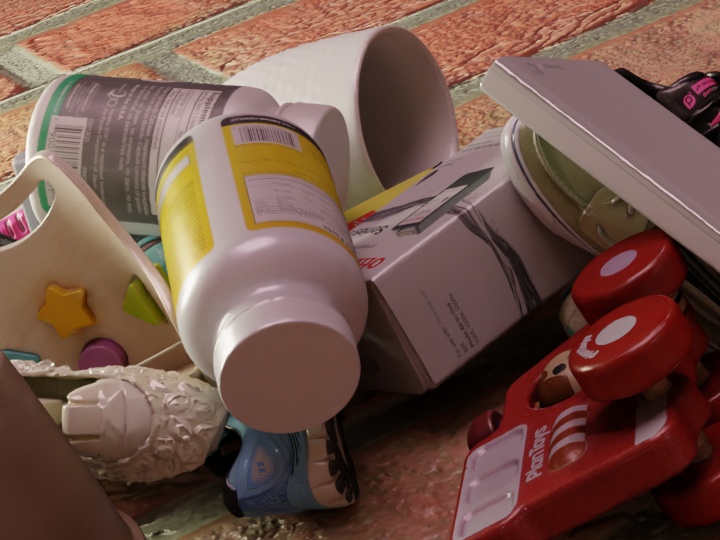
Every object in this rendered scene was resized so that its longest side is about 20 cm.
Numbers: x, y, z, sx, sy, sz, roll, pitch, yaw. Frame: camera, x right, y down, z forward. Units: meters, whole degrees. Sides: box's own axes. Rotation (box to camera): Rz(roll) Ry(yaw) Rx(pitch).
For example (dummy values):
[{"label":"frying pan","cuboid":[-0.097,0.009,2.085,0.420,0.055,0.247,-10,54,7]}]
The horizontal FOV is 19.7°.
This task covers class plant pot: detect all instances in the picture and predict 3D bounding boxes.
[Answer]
[{"label":"plant pot","cuboid":[-0.223,0.139,1.134,0.199,0.174,0.200,-12,24,6]}]

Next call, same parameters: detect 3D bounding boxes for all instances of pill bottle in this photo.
[{"label":"pill bottle","cuboid":[-0.057,0.001,1.218,0.111,0.112,0.200,-16,38,-1]},{"label":"pill bottle","cuboid":[-0.115,-0.071,1.398,0.199,0.114,0.113,6,29,16]}]

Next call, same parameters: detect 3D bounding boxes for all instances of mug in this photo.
[{"label":"mug","cuboid":[-0.022,-0.097,1.595,0.175,0.148,0.200,-9,-7,32]}]

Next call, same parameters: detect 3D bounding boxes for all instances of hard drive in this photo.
[{"label":"hard drive","cuboid":[0.178,-0.060,1.205,0.200,0.026,0.132,41,25,27]}]

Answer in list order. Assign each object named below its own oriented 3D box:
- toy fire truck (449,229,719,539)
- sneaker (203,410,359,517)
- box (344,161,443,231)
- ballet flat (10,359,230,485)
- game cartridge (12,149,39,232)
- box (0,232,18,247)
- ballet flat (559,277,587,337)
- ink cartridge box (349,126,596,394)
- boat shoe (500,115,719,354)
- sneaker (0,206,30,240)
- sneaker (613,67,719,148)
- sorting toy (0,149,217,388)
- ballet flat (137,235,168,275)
[{"label":"toy fire truck","cuboid":[0.127,0.079,1.147,0.167,0.112,0.200,-29,18,18]},{"label":"sneaker","cuboid":[-0.059,0.086,1.269,0.090,0.079,0.200,-19,23,3]},{"label":"box","cuboid":[0.000,0.000,1.424,0.199,0.076,0.050,-26,26,-25]},{"label":"ballet flat","cuboid":[-0.178,0.089,1.223,0.199,0.072,0.072,2,28,21]},{"label":"game cartridge","cuboid":[-0.145,-0.035,1.515,0.199,0.134,0.042,-5,33,15]},{"label":"box","cuboid":[-0.286,0.021,1.456,0.160,0.049,0.200,-11,-14,14]},{"label":"ballet flat","cuboid":[0.220,0.006,1.311,0.199,0.068,0.062,-26,53,-14]},{"label":"ink cartridge box","cuboid":[0.065,-0.012,1.327,0.200,0.084,0.146,-37,14,-24]},{"label":"boat shoe","cuboid":[0.170,-0.032,1.245,0.072,0.200,0.062,-47,-3,-22]},{"label":"sneaker","cuboid":[-0.266,-0.011,1.622,0.199,0.082,0.088,-23,-5,9]},{"label":"sneaker","cuboid":[0.219,-0.078,1.288,0.199,0.084,0.077,18,47,40]},{"label":"sorting toy","cuboid":[-0.194,0.026,1.302,0.199,0.181,0.107,-28,8,20]},{"label":"ballet flat","cuboid":[-0.131,0.031,1.425,0.067,0.070,0.200,-39,-7,-9]}]
